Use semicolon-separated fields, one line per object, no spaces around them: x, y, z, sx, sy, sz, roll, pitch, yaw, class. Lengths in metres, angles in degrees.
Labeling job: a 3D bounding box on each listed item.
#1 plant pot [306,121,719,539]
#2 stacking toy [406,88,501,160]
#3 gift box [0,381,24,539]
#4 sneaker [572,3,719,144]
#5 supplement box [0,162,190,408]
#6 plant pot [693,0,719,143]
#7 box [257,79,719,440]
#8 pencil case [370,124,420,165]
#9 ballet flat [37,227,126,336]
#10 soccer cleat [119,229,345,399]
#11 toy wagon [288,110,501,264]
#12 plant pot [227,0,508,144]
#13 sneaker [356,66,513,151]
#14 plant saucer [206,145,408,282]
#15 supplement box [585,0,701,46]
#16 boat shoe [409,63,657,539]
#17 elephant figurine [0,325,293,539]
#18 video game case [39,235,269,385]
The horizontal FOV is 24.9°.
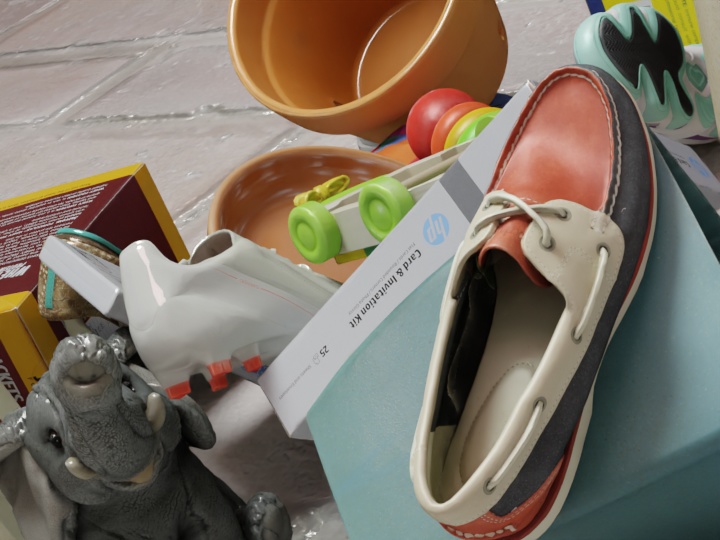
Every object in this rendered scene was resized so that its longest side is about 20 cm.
0.089;0.064;0.725;0.199;0.141;0.142;-31;60;16;plant pot
0.085;-0.068;1.027;0.085;0.086;0.200;-30;27;-12;stacking toy
-0.276;0.122;0.924;0.184;0.187;0.200;-33;21;-1;gift box
0.164;-0.110;1.084;0.139;0.078;0.199;-17;-20;39;sneaker
-0.242;0.047;1.141;0.196;0.133;0.200;-13;25;26;supplement box
0.274;-0.117;0.917;0.199;0.184;0.201;-20;24;9;plant pot
0.066;0.008;0.791;0.200;0.156;0.041;-46;57;22;box
0.001;-0.022;1.115;0.200;0.089;0.088;-40;27;-29;pencil case
-0.143;0.036;1.058;0.070;0.200;0.066;6;73;36;ballet flat
-0.048;0.015;0.834;0.069;0.078;0.200;-27;-11;27;soccer cleat
0.035;-0.045;0.875;0.155;0.040;0.200;-27;7;-34;toy wagon
0.020;-0.178;1.215;0.199;0.140;0.201;-13;63;28;plant pot
0.054;-0.129;1.297;0.076;0.077;0.199;-37;27;-31;sneaker
0.000;0.000;1.004;0.199;0.038;0.201;13;40;-11;plant saucer
0.281;-0.191;1.164;0.199;0.110;0.109;-6;29;38;supplement box
0.065;0.007;0.640;0.071;0.063;0.201;8;76;35;boat shoe
-0.125;0.094;0.837;0.154;0.201;0.142;-13;27;28;elephant figurine
-0.080;0.041;0.944;0.018;0.199;0.143;-63;28;0;video game case
